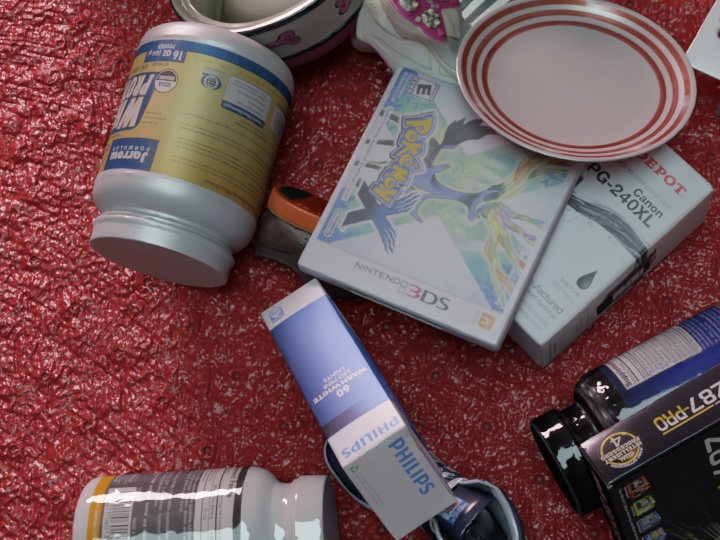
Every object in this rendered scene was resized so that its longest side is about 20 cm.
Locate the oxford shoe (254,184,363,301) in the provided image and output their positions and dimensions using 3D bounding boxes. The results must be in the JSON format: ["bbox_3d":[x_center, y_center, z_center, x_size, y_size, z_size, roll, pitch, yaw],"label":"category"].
[{"bbox_3d":[0.000,0.000,1.145,0.200,0.071,0.073,30,109,10],"label":"oxford shoe"}]

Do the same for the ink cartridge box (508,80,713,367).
[{"bbox_3d":[0.178,-0.041,1.113,0.200,0.083,0.145,-42,71,-6],"label":"ink cartridge box"}]

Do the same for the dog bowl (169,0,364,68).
[{"bbox_3d":[-0.071,-0.269,1.197,0.200,0.074,0.200,-13,53,18],"label":"dog bowl"}]

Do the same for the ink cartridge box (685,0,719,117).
[{"bbox_3d":[0.390,-0.168,1.133,0.200,0.068,0.115,29,78,15],"label":"ink cartridge box"}]

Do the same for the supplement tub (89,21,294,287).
[{"bbox_3d":[-0.149,-0.099,1.143,0.144,0.145,0.200,11,74,11],"label":"supplement tub"}]

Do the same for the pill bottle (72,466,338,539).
[{"bbox_3d":[-0.122,0.219,1.055,0.200,0.116,0.117,-4,72,6],"label":"pill bottle"}]

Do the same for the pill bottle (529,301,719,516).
[{"bbox_3d":[0.242,0.112,1.042,0.200,0.112,0.112,-28,71,-2],"label":"pill bottle"}]

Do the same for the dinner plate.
[{"bbox_3d":[0.179,-0.158,1.090,0.200,0.024,0.200,2,50,-3],"label":"dinner plate"}]

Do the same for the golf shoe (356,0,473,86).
[{"bbox_3d":[0.080,-0.180,1.153,0.200,0.092,0.075,44,52,-13],"label":"golf shoe"}]

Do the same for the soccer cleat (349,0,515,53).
[{"bbox_3d":[0.091,-0.220,1.192,0.200,0.069,0.085,-11,67,-1],"label":"soccer cleat"}]

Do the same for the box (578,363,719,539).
[{"bbox_3d":[0.262,0.161,0.981,0.161,0.200,0.049,-30,43,-4],"label":"box"}]

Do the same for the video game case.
[{"bbox_3d":[0.071,-0.056,1.079,0.182,0.022,0.200,22,75,17],"label":"video game case"}]

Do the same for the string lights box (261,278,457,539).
[{"bbox_3d":[-0.004,0.105,1.034,0.059,0.103,0.200,-33,39,-1],"label":"string lights box"}]

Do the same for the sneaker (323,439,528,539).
[{"bbox_3d":[0.052,0.178,1.048,0.200,0.109,0.070,33,79,16],"label":"sneaker"}]
